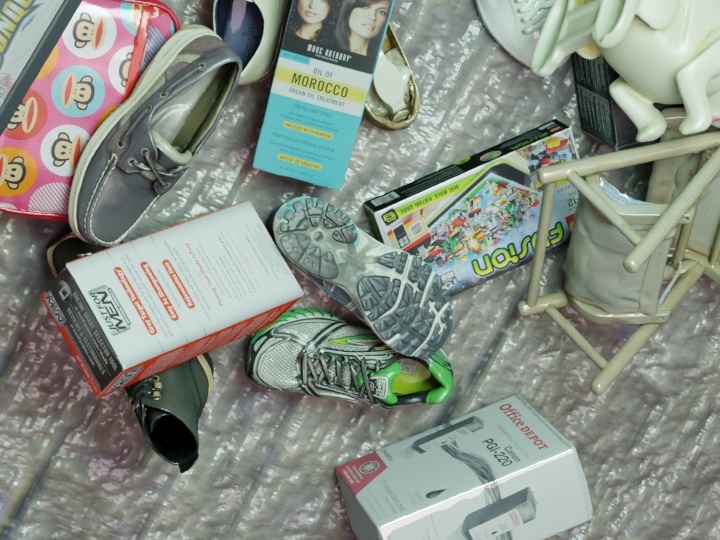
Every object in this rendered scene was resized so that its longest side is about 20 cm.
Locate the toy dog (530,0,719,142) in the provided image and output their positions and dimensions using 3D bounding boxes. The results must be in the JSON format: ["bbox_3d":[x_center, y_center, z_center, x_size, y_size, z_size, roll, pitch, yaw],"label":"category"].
[{"bbox_3d":[0.269,-0.196,1.453,0.199,0.139,0.195,28,62,-21],"label":"toy dog"}]

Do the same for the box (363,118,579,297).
[{"bbox_3d":[0.113,-0.049,1.584,0.199,0.035,0.110,-24,113,-9],"label":"box"}]

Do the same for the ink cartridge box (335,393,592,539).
[{"bbox_3d":[0.095,0.206,1.600,0.199,0.146,0.085,-19,111,-11],"label":"ink cartridge box"}]

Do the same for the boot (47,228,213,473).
[{"bbox_3d":[-0.191,0.065,1.460,0.077,0.138,0.200,-36,114,15],"label":"boot"}]

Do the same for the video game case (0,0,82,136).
[{"bbox_3d":[-0.313,-0.221,1.344,0.180,0.025,0.200,34,96,12],"label":"video game case"}]

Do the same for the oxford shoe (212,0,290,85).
[{"bbox_3d":[-0.085,-0.249,1.425,0.070,0.074,0.201,7,106,10],"label":"oxford shoe"}]

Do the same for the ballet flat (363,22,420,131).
[{"bbox_3d":[0.002,-0.206,1.481,0.070,0.065,0.200,-33,114,-4],"label":"ballet flat"}]

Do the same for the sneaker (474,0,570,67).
[{"bbox_3d":[0.136,-0.253,1.499,0.073,0.085,0.200,-35,116,-6],"label":"sneaker"}]

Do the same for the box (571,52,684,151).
[{"bbox_3d":[0.274,-0.229,1.549,0.163,0.086,0.201,-15,111,-12],"label":"box"}]

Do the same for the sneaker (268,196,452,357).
[{"bbox_3d":[0.000,0.000,1.537,0.200,0.086,0.078,42,82,-19],"label":"sneaker"}]

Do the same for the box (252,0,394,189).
[{"bbox_3d":[-0.028,-0.170,1.437,0.082,0.049,0.201,14,124,-3],"label":"box"}]

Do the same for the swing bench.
[{"bbox_3d":[0.262,-0.027,1.538,0.199,0.130,0.199,-28,147,-22],"label":"swing bench"}]

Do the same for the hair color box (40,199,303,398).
[{"bbox_3d":[-0.154,0.021,1.438,0.200,0.061,0.102,-21,76,-42],"label":"hair color box"}]

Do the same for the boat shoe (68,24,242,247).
[{"bbox_3d":[-0.164,-0.103,1.384,0.072,0.065,0.200,34,91,-41],"label":"boat shoe"}]

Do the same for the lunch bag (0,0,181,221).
[{"bbox_3d":[-0.227,-0.139,1.426,0.175,0.082,0.201,8,105,-24],"label":"lunch bag"}]

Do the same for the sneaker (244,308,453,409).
[{"bbox_3d":[-0.007,0.083,1.561,0.199,0.085,0.078,2,107,-17],"label":"sneaker"}]
